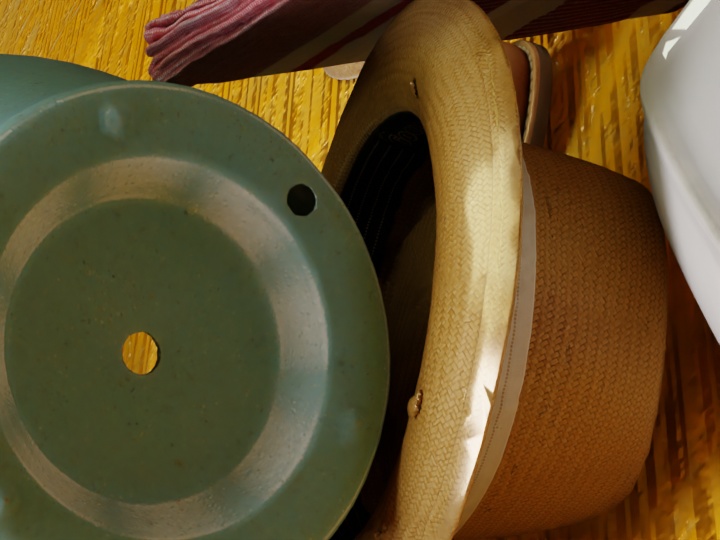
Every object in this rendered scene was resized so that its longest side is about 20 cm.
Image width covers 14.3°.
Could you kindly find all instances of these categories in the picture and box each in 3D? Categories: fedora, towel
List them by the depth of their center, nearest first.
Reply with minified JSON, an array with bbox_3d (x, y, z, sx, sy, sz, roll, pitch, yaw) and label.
[{"bbox_3d":[0.035,0.021,0.801,0.201,0.082,0.201,-172,90,-75],"label":"fedora"},{"bbox_3d":[0.051,-0.094,0.837,0.144,0.200,0.023,-24,79,58],"label":"towel"}]

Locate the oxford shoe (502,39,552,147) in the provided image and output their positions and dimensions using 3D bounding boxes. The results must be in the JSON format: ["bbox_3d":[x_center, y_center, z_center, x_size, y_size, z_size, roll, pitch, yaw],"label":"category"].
[{"bbox_3d":[0.000,0.000,0.972,0.200,0.071,0.071,-60,18,-7],"label":"oxford shoe"}]

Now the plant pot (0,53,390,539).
[{"bbox_3d":[-0.093,0.028,0.776,0.188,0.200,0.200,-14,48,59],"label":"plant pot"}]

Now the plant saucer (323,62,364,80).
[{"bbox_3d":[0.027,-0.176,1.209,0.200,0.035,0.200,-49,21,27],"label":"plant saucer"}]

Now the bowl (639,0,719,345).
[{"bbox_3d":[0.143,-0.055,0.698,0.200,0.075,0.200,-52,19,17],"label":"bowl"}]
